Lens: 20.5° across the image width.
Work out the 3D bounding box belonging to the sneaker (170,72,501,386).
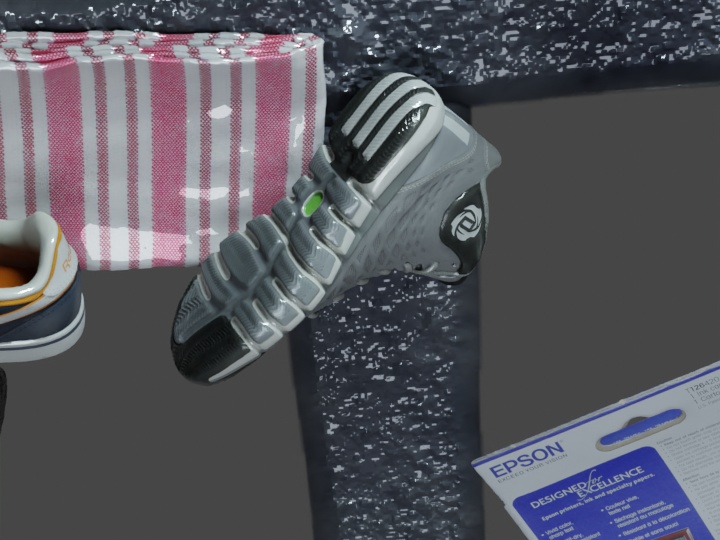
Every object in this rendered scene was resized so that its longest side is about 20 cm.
[{"bbox_3d":[0.000,0.000,1.032,0.115,0.075,0.200,29,112,-41],"label":"sneaker"}]

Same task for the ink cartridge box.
[{"bbox_3d":[0.195,0.125,1.191,0.197,0.047,0.200,-24,127,17],"label":"ink cartridge box"}]

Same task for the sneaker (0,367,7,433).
[{"bbox_3d":[-0.273,0.123,1.134,0.115,0.076,0.200,14,129,-12],"label":"sneaker"}]

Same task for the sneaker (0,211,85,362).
[{"bbox_3d":[-0.240,0.011,1.000,0.199,0.079,0.080,-12,138,-14],"label":"sneaker"}]

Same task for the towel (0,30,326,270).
[{"bbox_3d":[-0.117,-0.055,1.021,0.199,0.030,0.147,-1,131,-4],"label":"towel"}]
